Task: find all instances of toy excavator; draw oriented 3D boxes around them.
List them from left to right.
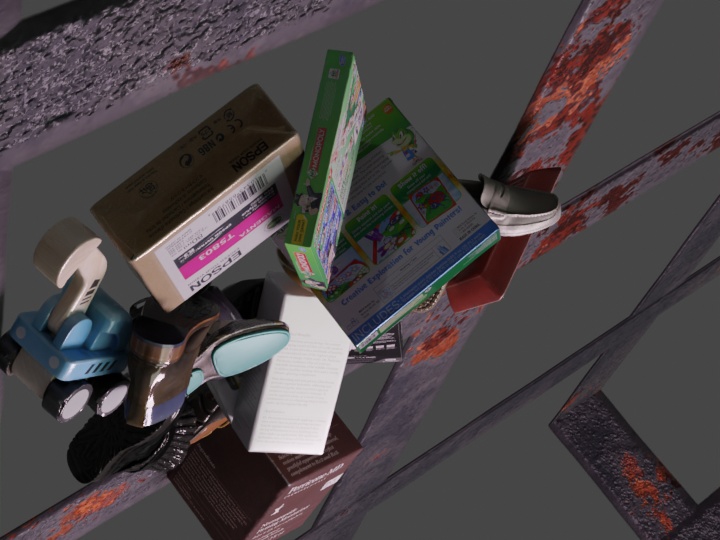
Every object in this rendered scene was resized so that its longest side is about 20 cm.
[{"bbox_3d":[-0.274,0.038,1.421,0.201,0.100,0.194,-59,159,15],"label":"toy excavator"}]

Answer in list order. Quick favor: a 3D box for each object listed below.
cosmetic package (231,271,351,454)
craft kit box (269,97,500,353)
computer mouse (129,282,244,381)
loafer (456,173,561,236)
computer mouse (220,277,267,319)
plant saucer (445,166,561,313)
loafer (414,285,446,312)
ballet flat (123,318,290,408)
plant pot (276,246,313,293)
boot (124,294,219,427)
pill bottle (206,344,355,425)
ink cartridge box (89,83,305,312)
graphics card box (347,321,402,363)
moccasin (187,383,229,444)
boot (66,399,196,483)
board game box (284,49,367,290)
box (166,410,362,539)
[{"bbox_3d":[-0.077,0.110,1.736,0.100,0.071,0.202,7,109,-26],"label":"cosmetic package"},{"bbox_3d":[0.014,-0.050,1.588,0.199,0.198,0.049,-38,165,-3],"label":"craft kit box"},{"bbox_3d":[-0.177,0.076,1.663,0.138,0.053,0.200,-42,147,-2],"label":"computer mouse"},{"bbox_3d":[0.161,-0.087,1.887,0.198,0.070,0.070,-2,132,-8],"label":"loafer"},{"bbox_3d":[-0.100,0.017,1.770,0.199,0.034,0.059,-19,139,-38],"label":"computer mouse"},{"bbox_3d":[0.185,-0.046,2.014,0.201,0.036,0.200,-64,-171,-13],"label":"plant saucer"},{"bbox_3d":[0.113,-0.038,2.026,0.201,0.075,0.068,-56,-164,18],"label":"loafer"},{"bbox_3d":[-0.173,0.090,1.596,0.199,0.072,0.072,-28,160,-19],"label":"ballet flat"},{"bbox_3d":[0.000,0.000,1.694,0.199,0.199,0.028,-16,121,-51],"label":"plant pot"},{"bbox_3d":[-0.200,0.085,1.512,0.200,0.074,0.098,-49,157,-73],"label":"boot"},{"bbox_3d":[-0.097,0.100,1.832,0.199,0.113,0.113,-29,161,-11],"label":"pill bottle"},{"bbox_3d":[-0.146,-0.066,1.429,0.199,0.075,0.165,-39,161,-7],"label":"ink cartridge box"},{"bbox_3d":[-0.006,0.076,1.992,0.124,0.051,0.200,-3,159,3],"label":"graphics card box"},{"bbox_3d":[-0.165,0.157,1.929,0.201,0.074,0.078,-45,171,7],"label":"moccasin"},{"bbox_3d":[-0.247,0.183,1.806,0.211,0.080,0.157,-38,159,31],"label":"boot"},{"bbox_3d":[-0.032,-0.097,1.456,0.135,0.029,0.202,71,30,-71],"label":"board game box"},{"bbox_3d":[-0.139,0.273,2.105,0.165,0.165,0.200,-19,153,-48],"label":"box"}]
